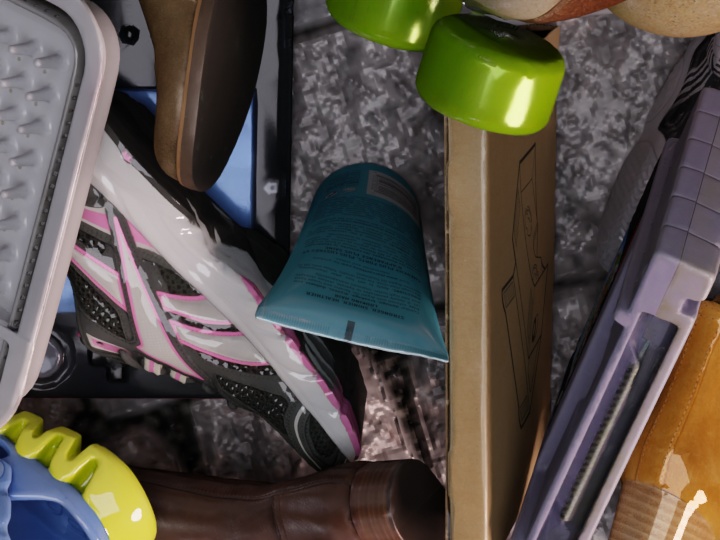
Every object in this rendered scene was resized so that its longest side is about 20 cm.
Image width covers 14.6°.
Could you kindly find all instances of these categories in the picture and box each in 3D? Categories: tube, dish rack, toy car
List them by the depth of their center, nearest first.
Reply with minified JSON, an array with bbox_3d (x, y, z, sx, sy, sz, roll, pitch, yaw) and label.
[{"bbox_3d":[0.113,-0.147,1.117,0.199,0.158,0.165,4,115,-31],"label":"toy car"},{"bbox_3d":[0.000,0.000,1.187,0.077,0.200,0.051,8,104,0],"label":"tube"},{"bbox_3d":[-0.180,-0.048,1.202,0.171,0.043,0.201,27,112,28],"label":"dish rack"}]

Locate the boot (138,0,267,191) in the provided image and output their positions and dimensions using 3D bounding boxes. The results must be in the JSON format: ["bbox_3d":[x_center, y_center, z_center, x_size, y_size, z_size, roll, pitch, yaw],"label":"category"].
[{"bbox_3d":[-0.081,-0.133,1.208,0.075,0.074,0.201,2,83,11],"label":"boot"}]

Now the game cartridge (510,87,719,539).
[{"bbox_3d":[0.107,0.035,1.157,0.038,0.130,0.201,19,128,-2],"label":"game cartridge"}]

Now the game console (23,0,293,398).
[{"bbox_3d":[-0.119,-0.040,1.265,0.176,0.031,0.201,2,105,0],"label":"game console"}]

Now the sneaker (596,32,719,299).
[{"bbox_3d":[0.194,-0.067,1.235,0.114,0.075,0.201,25,109,-7],"label":"sneaker"}]

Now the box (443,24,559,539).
[{"bbox_3d":[0.062,0.005,1.209,0.021,0.163,0.201,3,105,14],"label":"box"}]

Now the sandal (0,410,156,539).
[{"bbox_3d":[-0.191,0.089,1.241,0.199,0.087,0.080,25,144,23],"label":"sandal"}]

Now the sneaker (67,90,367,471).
[{"bbox_3d":[-0.080,0.016,1.243,0.086,0.080,0.200,-38,97,17],"label":"sneaker"}]

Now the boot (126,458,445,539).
[{"bbox_3d":[-0.026,0.157,1.276,0.199,0.064,0.187,-7,121,36],"label":"boot"}]

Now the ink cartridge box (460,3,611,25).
[{"bbox_3d":[0.075,-0.210,1.190,0.145,0.086,0.201,-8,104,2],"label":"ink cartridge box"}]

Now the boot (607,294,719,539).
[{"bbox_3d":[0.165,0.088,1.238,0.070,0.201,0.145,21,87,23],"label":"boot"}]
